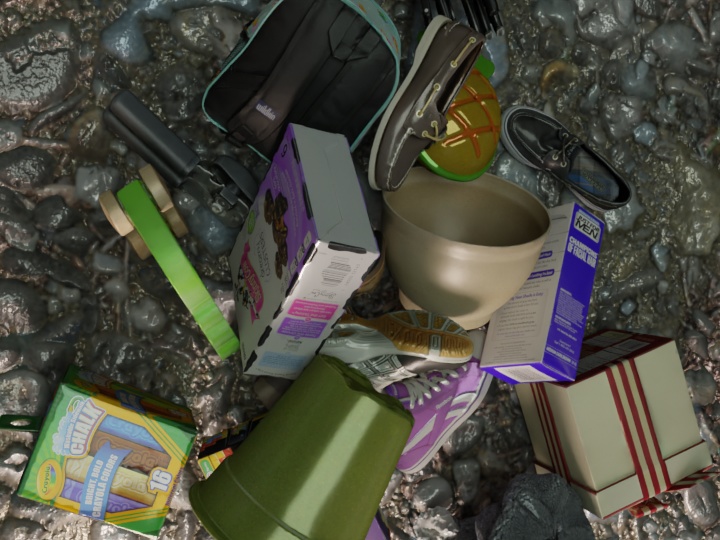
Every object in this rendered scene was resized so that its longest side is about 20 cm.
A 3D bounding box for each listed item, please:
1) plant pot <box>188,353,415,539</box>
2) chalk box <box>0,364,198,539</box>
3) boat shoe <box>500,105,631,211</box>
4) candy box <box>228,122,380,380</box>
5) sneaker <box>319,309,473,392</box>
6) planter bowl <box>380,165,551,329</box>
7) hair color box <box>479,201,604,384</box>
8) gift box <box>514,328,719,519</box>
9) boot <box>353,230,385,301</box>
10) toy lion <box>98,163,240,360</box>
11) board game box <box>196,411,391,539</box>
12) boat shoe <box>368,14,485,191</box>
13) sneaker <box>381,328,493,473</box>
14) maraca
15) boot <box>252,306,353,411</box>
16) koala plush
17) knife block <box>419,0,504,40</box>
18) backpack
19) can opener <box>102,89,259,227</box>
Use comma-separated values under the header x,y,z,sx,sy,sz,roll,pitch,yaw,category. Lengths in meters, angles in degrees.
x,y,z,sx,sy,sz,roll,pitch,yaw,category
-0.042,0.195,0.897,0.198,0.200,0.192,32,91,-14,plant pot
-0.292,0.185,0.961,0.197,0.125,0.126,24,88,-16,chalk box
0.262,-0.140,1.114,0.199,0.066,0.071,38,84,-14,boat shoe
-0.067,-0.016,0.918,0.070,0.170,0.202,9,133,-26,candy box
0.028,0.098,0.989,0.195,0.076,0.090,2,117,10,sneaker
0.111,-0.019,1.034,0.195,0.202,0.137,1,121,-15,planter bowl
0.218,0.029,1.060,0.064,0.108,0.204,25,69,-28,hair color box
0.321,0.188,1.094,0.196,0.184,0.191,-18,96,-9,gift box
0.000,0.000,0.987,0.072,0.200,0.077,-24,105,-2,boot
-0.189,0.005,0.944,0.068,0.200,0.194,-32,83,-9,toy lion
-0.073,0.262,1.026,0.162,0.057,0.203,-22,106,6,board game box
0.071,-0.174,0.960,0.059,0.072,0.203,24,87,21,boat shoe
0.082,0.142,1.063,0.114,0.072,0.202,40,82,-40,sneaker
0.110,-0.201,1.055,0.135,0.106,0.205,18,65,-27,maraca
-0.063,0.103,1.047,0.144,0.070,0.203,-30,96,-5,boot
0.167,0.343,1.066,0.176,0.199,0.186,38,56,-13,koala plush
0.114,-0.370,1.027,0.173,0.064,0.203,25,87,10,knife block
-0.050,-0.217,0.964,0.175,0.154,0.200,37,124,-12,backpack
-0.198,-0.131,1.011,0.200,0.053,0.067,44,51,-13,can opener
